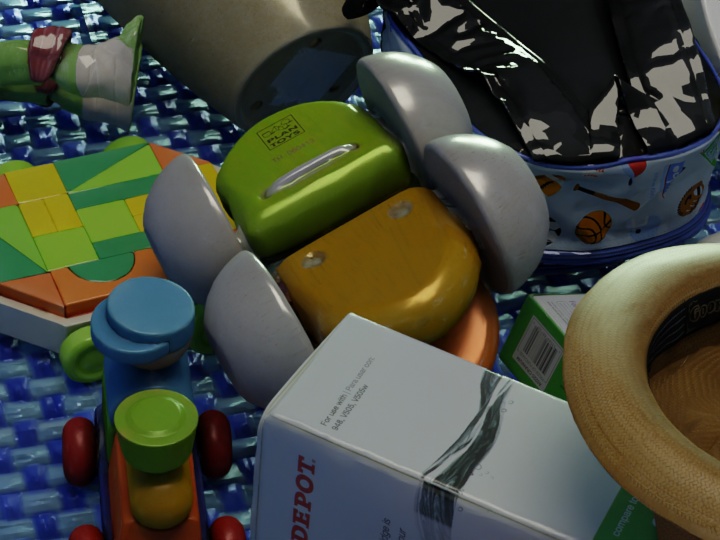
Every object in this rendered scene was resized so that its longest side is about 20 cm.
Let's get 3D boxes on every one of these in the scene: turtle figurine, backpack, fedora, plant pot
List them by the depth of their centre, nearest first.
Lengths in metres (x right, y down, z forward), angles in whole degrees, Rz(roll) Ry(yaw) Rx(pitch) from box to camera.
[{"bbox_3d":[0.168,0.070,0.848,0.199,0.082,0.201,7,36,-5],"label":"fedora"},{"bbox_3d":[0.109,-0.083,1.178,0.198,0.155,0.191,-13,37,-12],"label":"backpack"},{"bbox_3d":[-0.220,-0.153,1.222,0.192,0.145,0.201,9,47,-5],"label":"turtle figurine"},{"bbox_3d":[-0.076,-0.187,1.268,0.186,0.188,0.201,-18,60,-25],"label":"plant pot"}]

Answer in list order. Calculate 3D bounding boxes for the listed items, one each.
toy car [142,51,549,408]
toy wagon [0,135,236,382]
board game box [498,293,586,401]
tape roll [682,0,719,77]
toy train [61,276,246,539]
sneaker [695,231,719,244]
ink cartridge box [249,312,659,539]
[{"bbox_3d":[0.000,0.000,1.071,0.174,0.151,0.200,-29,43,-7],"label":"toy car"},{"bbox_3d":[-0.157,-0.006,1.143,0.198,0.040,0.156,-13,45,-20],"label":"toy wagon"},{"bbox_3d":[0.188,0.072,1.048,0.199,0.041,0.153,0,38,-38],"label":"board game box"},{"bbox_3d":[0.279,-0.149,1.251,0.200,0.071,0.204,4,74,-14],"label":"tape roll"},{"bbox_3d":[-0.092,0.106,0.968,0.084,0.116,0.201,-3,42,-9],"label":"toy train"},{"bbox_3d":[0.263,-0.024,1.188,0.198,0.071,0.073,-16,46,-23],"label":"sneaker"},{"bbox_3d":[0.055,0.126,0.941,0.199,0.147,0.083,22,43,16],"label":"ink cartridge box"}]
